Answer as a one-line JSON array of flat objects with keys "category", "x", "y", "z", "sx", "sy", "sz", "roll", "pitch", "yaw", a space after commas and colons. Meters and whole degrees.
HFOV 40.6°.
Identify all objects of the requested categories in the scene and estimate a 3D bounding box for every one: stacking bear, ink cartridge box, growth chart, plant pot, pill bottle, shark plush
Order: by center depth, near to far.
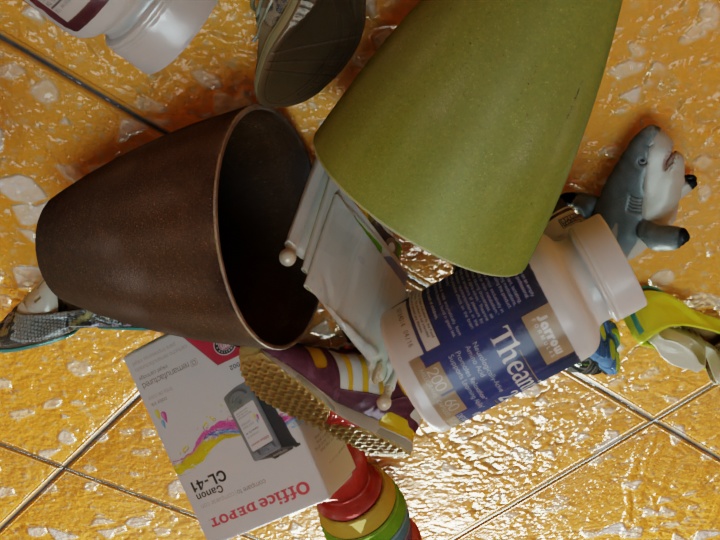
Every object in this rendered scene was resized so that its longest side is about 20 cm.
[{"category": "pill bottle", "x": -0.187, "y": -0.222, "z": 0.610, "sx": 0.114, "sy": 0.115, "sz": 0.199, "roll": -34, "pitch": 128, "yaw": 29}, {"category": "plant pot", "x": 0.093, "y": -0.133, "z": 0.687, "sx": 0.185, "sy": 0.188, "sz": 0.201, "roll": 21, "pitch": 116, "yaw": -23}, {"category": "plant pot", "x": -0.154, "y": -0.027, "z": 0.787, "sx": 0.197, "sy": 0.189, "sz": 0.188, "roll": -4, "pitch": 138, "yaw": 22}, {"category": "pill bottle", "x": 0.124, "y": 0.039, "z": 0.789, "sx": 0.198, "sy": 0.112, "sz": 0.111, "roll": -29, "pitch": 131, "yaw": 11}, {"category": "growth chart", "x": 0.000, "y": 0.000, "z": 0.824, "sx": 0.018, "sy": 0.146, "sz": 0.201, "roll": -8, "pitch": 132, "yaw": 34}, {"category": "shark plush", "x": 0.215, "y": -0.051, "z": 0.869, "sx": 0.083, "sy": 0.091, "sz": 0.200, "roll": 38, "pitch": 147, "yaw": -11}, {"category": "ink cartridge box", "x": -0.114, "y": 0.137, "z": 0.930, "sx": 0.146, "sy": 0.086, "sz": 0.202, "roll": -25, "pitch": 89, "yaw": 20}, {"category": "stacking bear", "x": -0.008, "y": 0.272, "z": 1.138, "sx": 0.112, "sy": 0.122, "sz": 0.201, "roll": -14, "pitch": 128, "yaw": 15}]

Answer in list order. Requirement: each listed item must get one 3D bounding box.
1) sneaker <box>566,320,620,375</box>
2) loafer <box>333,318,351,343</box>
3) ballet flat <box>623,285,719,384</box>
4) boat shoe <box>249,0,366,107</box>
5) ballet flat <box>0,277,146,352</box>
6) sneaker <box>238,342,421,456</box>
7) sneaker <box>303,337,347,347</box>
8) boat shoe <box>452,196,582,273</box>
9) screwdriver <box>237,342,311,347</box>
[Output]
[{"category": "sneaker", "x": 0.197, "y": 0.062, "z": 0.930, "sx": 0.082, "sy": 0.072, "sz": 0.199, "roll": -8, "pitch": 157, "yaw": 22}, {"category": "loafer", "x": 0.017, "y": 0.051, "z": 0.934, "sx": 0.075, "sy": 0.068, "sz": 0.200, "roll": -29, "pitch": 130, "yaw": 25}, {"category": "ballet flat", "x": 0.345, "y": 0.078, "z": 0.978, "sx": 0.198, "sy": 0.068, "sz": 0.067, "roll": 21, "pitch": 131, "yaw": -23}, {"category": "boat shoe", "x": -0.033, "y": -0.201, "z": 0.686, "sx": 0.072, "sy": 0.063, "sz": 0.201, "roll": -8, "pitch": 146, "yaw": -34}, {"category": "ballet flat", "x": -0.260, "y": 0.028, "z": 0.910, "sx": 0.197, "sy": 0.073, "sz": 0.073, "roll": -8, "pitch": 136, "yaw": 6}, {"category": "sneaker", "x": -0.022, "y": 0.091, "z": 0.866, "sx": 0.074, "sy": 0.091, "sz": 0.199, "roll": -12, "pitch": 141, "yaw": 46}, {"category": "sneaker", "x": -0.078, "y": 0.120, "z": 0.995, "sx": 0.197, "sy": 0.078, "sz": 0.079, "roll": -9, "pitch": 138, "yaw": 9}, {"category": "boat shoe", "x": 0.122, "y": 0.001, "z": 0.894, "sx": 0.070, "sy": 0.064, "sz": 0.200, "roll": -8, "pitch": 145, "yaw": -51}, {"category": "screwdriver", "x": -0.051, "y": 0.074, "z": 0.889, "sx": 0.199, "sy": 0.028, "sz": 0.029, "roll": 24, "pitch": 112, "yaw": -42}]
